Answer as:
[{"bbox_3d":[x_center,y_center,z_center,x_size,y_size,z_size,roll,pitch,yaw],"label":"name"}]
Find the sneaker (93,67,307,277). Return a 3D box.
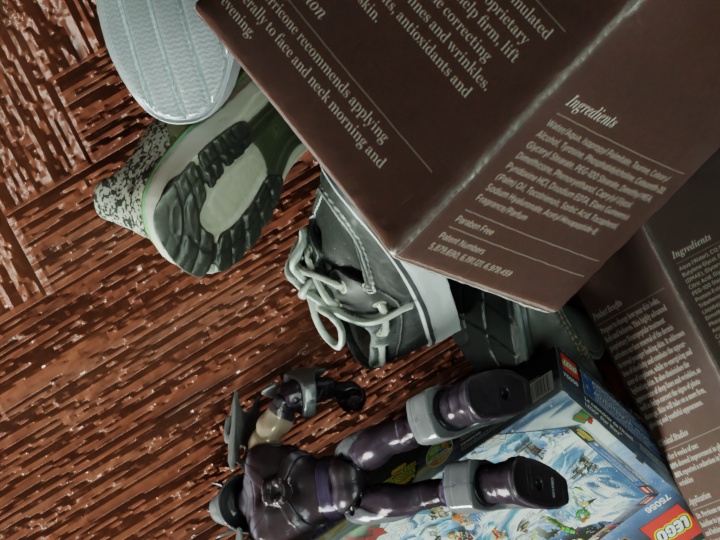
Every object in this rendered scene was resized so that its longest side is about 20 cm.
[{"bbox_3d":[-0.061,-0.086,1.404,0.200,0.088,0.077,-50,134,-29],"label":"sneaker"}]

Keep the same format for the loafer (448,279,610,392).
[{"bbox_3d":[0.096,0.038,1.548,0.072,0.073,0.200,-33,133,-20],"label":"loafer"}]

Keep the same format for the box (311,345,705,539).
[{"bbox_3d":[0.072,0.139,1.543,0.200,0.040,0.137,-35,122,23],"label":"box"}]

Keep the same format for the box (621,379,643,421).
[{"bbox_3d":[0.229,-0.007,1.608,0.199,0.036,0.143,-23,121,-14],"label":"box"}]

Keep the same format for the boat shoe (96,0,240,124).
[{"bbox_3d":[-0.085,-0.169,1.331,0.072,0.062,0.201,-2,104,16],"label":"boat shoe"}]

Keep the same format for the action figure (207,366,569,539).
[{"bbox_3d":[0.001,0.108,1.476,0.069,0.199,0.131,-7,83,-57],"label":"action figure"}]

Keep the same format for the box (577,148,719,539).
[{"bbox_3d":[0.186,0.046,1.478,0.075,0.100,0.200,-27,87,-24],"label":"box"}]

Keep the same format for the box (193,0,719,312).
[{"bbox_3d":[0.072,-0.115,1.281,0.200,0.166,0.164,-45,152,14],"label":"box"}]

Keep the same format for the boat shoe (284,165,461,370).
[{"bbox_3d":[-0.001,-0.002,1.440,0.068,0.074,0.199,-32,161,-3],"label":"boat shoe"}]
